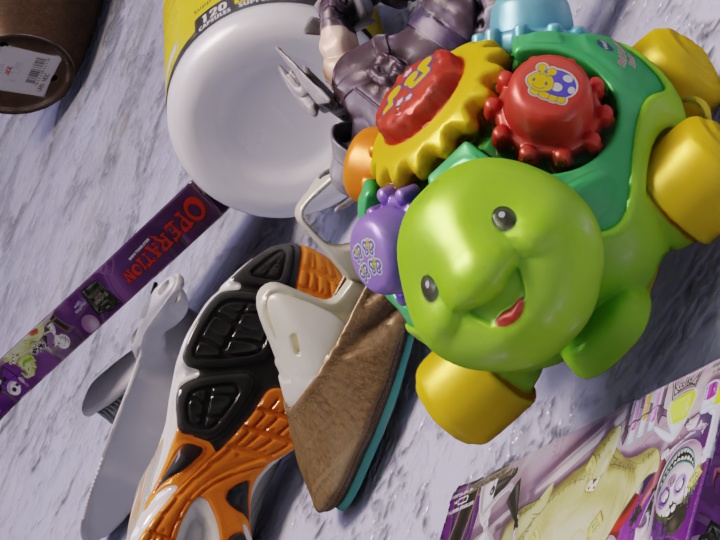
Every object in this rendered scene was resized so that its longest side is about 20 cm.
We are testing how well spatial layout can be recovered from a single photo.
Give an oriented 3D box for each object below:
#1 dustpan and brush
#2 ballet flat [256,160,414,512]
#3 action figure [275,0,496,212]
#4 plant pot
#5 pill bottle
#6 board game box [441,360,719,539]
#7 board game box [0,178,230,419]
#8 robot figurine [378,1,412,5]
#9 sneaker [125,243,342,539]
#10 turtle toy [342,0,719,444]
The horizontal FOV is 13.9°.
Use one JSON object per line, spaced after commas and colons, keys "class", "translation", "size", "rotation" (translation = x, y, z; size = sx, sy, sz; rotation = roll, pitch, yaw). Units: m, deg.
{"class": "dustpan and brush", "translation": [-0.113, 0.051, 1.562], "size": [0.200, 0.057, 0.140], "rotation": [-40, 29, 56]}
{"class": "ballet flat", "translation": [0.000, 0.000, 1.250], "size": [0.201, 0.072, 0.068], "rotation": [-65, 14, 3]}
{"class": "action figure", "translation": [0.044, -0.107, 1.196], "size": [0.201, 0.130, 0.069], "rotation": [-58, -23, 9]}
{"class": "plant pot", "translation": [-0.274, -0.228, 2.326], "size": [0.187, 0.186, 0.201], "rotation": [-51, 36, 41]}
{"class": "pill bottle", "translation": [-0.044, -0.116, 1.487], "size": [0.112, 0.111, 0.200], "rotation": [-59, 18, 22]}
{"class": "board game box", "translation": [0.066, 0.107, 0.941], "size": [0.200, 0.032, 0.121], "rotation": [-35, 38, 61]}
{"class": "board game box", "translation": [-0.121, -0.003, 1.578], "size": [0.200, 0.032, 0.120], "rotation": [-41, 8, 31]}
{"class": "robot figurine", "translation": [0.028, -0.216, 1.373], "size": [0.200, 0.124, 0.151], "rotation": [-53, 12, 37]}
{"class": "sneaker", "translation": [-0.068, 0.081, 1.360], "size": [0.201, 0.075, 0.092], "rotation": [-67, 11, -7]}
{"class": "turtle toy", "translation": [0.053, -0.022, 1.003], "size": [0.146, 0.101, 0.200], "rotation": [-43, 21, 16]}
